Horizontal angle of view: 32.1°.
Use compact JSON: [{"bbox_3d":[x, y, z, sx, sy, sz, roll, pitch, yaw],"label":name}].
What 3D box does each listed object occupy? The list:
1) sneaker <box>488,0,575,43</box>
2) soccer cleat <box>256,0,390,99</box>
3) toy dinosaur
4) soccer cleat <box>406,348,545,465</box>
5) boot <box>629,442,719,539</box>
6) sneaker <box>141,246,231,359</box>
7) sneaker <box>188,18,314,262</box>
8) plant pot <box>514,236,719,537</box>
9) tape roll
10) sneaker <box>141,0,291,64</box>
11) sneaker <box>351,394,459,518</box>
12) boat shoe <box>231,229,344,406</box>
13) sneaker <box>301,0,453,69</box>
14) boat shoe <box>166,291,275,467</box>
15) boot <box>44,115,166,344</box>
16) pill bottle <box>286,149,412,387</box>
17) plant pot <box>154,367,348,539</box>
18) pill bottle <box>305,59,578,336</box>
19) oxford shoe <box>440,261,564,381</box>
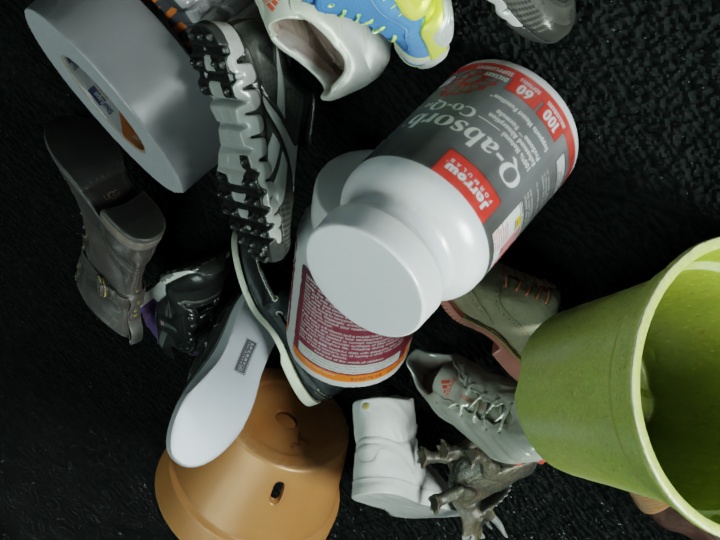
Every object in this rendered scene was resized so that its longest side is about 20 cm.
[{"bbox_3d":[0.104,-0.229,0.759,0.090,0.066,0.200,5,128,45],"label":"sneaker"},{"bbox_3d":[-0.054,-0.215,0.906,0.200,0.078,0.069,51,145,-9],"label":"soccer cleat"},{"bbox_3d":[0.120,0.180,1.168,0.200,0.102,0.077,-59,43,43],"label":"toy dinosaur"},{"bbox_3d":[0.103,0.114,1.077,0.078,0.069,0.200,41,169,-25],"label":"soccer cleat"},{"bbox_3d":[0.316,0.179,0.996,0.166,0.072,0.200,42,146,-19],"label":"boot"},{"bbox_3d":[-0.166,0.038,1.286,0.088,0.076,0.200,64,153,2],"label":"sneaker"},{"bbox_3d":[-0.069,-0.105,0.979,0.066,0.090,0.200,18,126,49],"label":"sneaker"},{"bbox_3d":[0.214,0.084,0.894,0.200,0.200,0.184,52,155,-13],"label":"plant pot"},{"bbox_3d":[-0.194,-0.161,1.063,0.200,0.066,0.200,46,168,13],"label":"tape roll"},{"bbox_3d":[-0.133,-0.215,1.014,0.112,0.078,0.200,31,156,48],"label":"sneaker"},{"bbox_3d":[0.049,0.183,1.245,0.074,0.116,0.200,-10,157,20],"label":"sneaker"},{"bbox_3d":[-0.058,0.039,1.204,0.066,0.075,0.199,-16,109,20],"label":"boat shoe"},{"bbox_3d":[0.004,-0.194,0.827,0.200,0.105,0.076,81,173,-63],"label":"sneaker"},{"bbox_3d":[-0.135,0.103,1.240,0.069,0.200,0.057,36,159,-23],"label":"boat shoe"},{"bbox_3d":[-0.272,-0.039,1.277,0.200,0.069,0.174,54,144,22],"label":"boot"},{"bbox_3d":[0.000,0.000,1.060,0.114,0.114,0.200,32,144,16],"label":"pill bottle"},{"bbox_3d":[-0.100,0.197,1.316,0.200,0.200,0.140,36,127,10],"label":"plant pot"},{"bbox_3d":[0.058,-0.051,0.873,0.116,0.200,0.116,26,142,23],"label":"pill bottle"},{"bbox_3d":[0.116,0.015,0.989,0.074,0.071,0.200,-21,135,31],"label":"oxford shoe"}]
